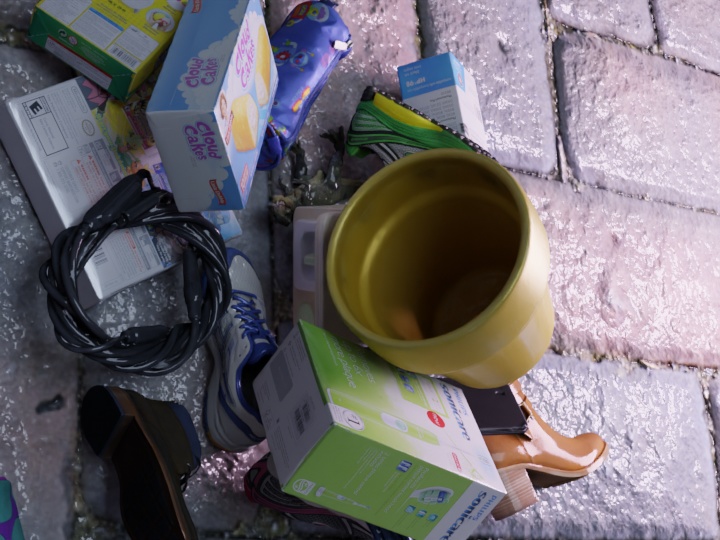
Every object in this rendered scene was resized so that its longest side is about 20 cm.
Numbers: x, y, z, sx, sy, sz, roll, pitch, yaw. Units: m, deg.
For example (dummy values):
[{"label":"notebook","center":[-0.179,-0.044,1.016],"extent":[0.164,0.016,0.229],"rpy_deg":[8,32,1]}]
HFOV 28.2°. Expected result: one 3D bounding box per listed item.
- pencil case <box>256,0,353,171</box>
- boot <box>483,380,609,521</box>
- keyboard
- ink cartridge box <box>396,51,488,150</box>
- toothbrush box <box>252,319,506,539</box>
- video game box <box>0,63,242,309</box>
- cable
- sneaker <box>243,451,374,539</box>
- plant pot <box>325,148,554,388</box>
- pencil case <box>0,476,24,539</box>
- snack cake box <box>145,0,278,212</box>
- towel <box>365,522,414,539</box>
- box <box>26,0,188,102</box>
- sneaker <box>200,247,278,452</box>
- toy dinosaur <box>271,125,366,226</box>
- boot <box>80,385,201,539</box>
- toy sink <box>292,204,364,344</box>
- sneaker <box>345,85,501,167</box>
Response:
[{"label":"pencil case","center":[-0.074,-0.195,1.490],"extent":[0.201,0.086,0.078],"rpy_deg":[-61,147,-34]},{"label":"boot","center":[0.186,0.169,1.583],"extent":[0.199,0.073,0.156],"rpy_deg":[-19,83,-44]},{"label":"keyboard","center":[0.068,0.128,1.486],"extent":[0.198,0.021,0.128],"rpy_deg":[2,41,-23]},{"label":"ink cartridge box","center":[0.101,-0.125,1.586],"extent":[0.116,0.066,0.202],"rpy_deg":[26,52,-70]},{"label":"toothbrush box","center":[0.015,0.150,1.288],"extent":[0.199,0.086,0.146],"rpy_deg":[27,24,-30]},{"label":"video game box","center":[-0.227,-0.090,1.354],"extent":[0.181,0.047,0.202],"rpy_deg":[-27,93,-39]},{"label":"cable","center":[-0.201,0.015,1.288],"extent":[0.164,0.051,0.200],"rpy_deg":[54,46,-19]},{"label":"sneaker","center":[-0.031,0.215,1.392],"extent":[0.200,0.074,0.081],"rpy_deg":[36,33,-42]},{"label":"plant pot","center":[0.093,0.018,1.339],"extent":[0.189,0.199,0.203],"rpy_deg":[48,45,-53]},{"label":"pencil case","center":[-0.301,0.272,1.142],"extent":[0.092,0.085,0.202],"rpy_deg":[-5,77,-56]},{"label":"snack cake box","center":[-0.133,-0.163,1.330],"extent":[0.201,0.066,0.116],"rpy_deg":[-80,164,-45]},{"label":"towel","center":[0.058,0.228,1.415],"extent":[0.113,0.048,0.200],"rpy_deg":[64,19,-6]},{"label":"box","center":[-0.220,-0.259,1.386],"extent":[0.117,0.048,0.201],"rpy_deg":[34,48,0]},{"label":"sneaker","center":[-0.105,0.069,1.371],"extent":[0.075,0.088,0.202],"rpy_deg":[5,71,-36]},{"label":"toy dinosaur","center":[-0.040,-0.101,1.514],"extent":[0.199,0.047,0.089],"rpy_deg":[-17,89,-46]},{"label":"boot","center":[-0.164,0.179,1.257],"extent":[0.096,0.075,0.201],"rpy_deg":[8,40,-46]},{"label":"toy sink","center":[0.000,0.000,1.444],"extent":[0.199,0.111,0.132],"rpy_deg":[-7,99,-43]},{"label":"sneaker","center":[0.074,-0.111,1.495],"extent":[0.199,0.086,0.078],"rpy_deg":[31,8,18]}]
